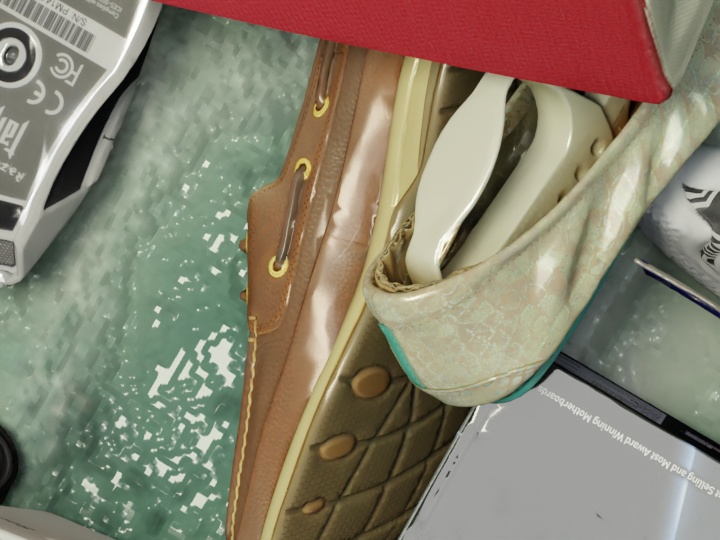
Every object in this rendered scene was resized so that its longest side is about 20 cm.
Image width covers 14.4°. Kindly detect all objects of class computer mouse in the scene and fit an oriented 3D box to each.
[{"bbox_3d":[-0.114,-0.034,0.883,0.109,0.044,0.201,31,97,12],"label":"computer mouse"}]

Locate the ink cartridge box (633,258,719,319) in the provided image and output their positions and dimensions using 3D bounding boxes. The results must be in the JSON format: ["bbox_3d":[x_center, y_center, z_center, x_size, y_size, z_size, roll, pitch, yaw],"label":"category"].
[{"bbox_3d":[0.158,0.061,0.817,0.199,0.095,0.037,34,93,7],"label":"ink cartridge box"}]

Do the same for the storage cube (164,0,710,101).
[{"bbox_3d":[0.017,-0.174,0.755,0.179,0.200,0.172,14,62,25],"label":"storage cube"}]

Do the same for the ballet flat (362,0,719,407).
[{"bbox_3d":[0.069,-0.053,0.813,0.067,0.062,0.201,12,65,49],"label":"ballet flat"}]

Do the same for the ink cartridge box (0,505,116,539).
[{"bbox_3d":[-0.093,0.180,0.825,0.145,0.087,0.201,17,91,32],"label":"ink cartridge box"}]

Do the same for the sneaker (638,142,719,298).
[{"bbox_3d":[0.183,-0.029,0.832,0.199,0.075,0.116,18,77,19],"label":"sneaker"}]

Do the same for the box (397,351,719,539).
[{"bbox_3d":[0.093,0.137,0.842,0.199,0.044,0.161,31,97,7],"label":"box"}]

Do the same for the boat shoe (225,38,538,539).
[{"bbox_3d":[0.000,0.000,0.859,0.067,0.072,0.201,21,97,38],"label":"boat shoe"}]
